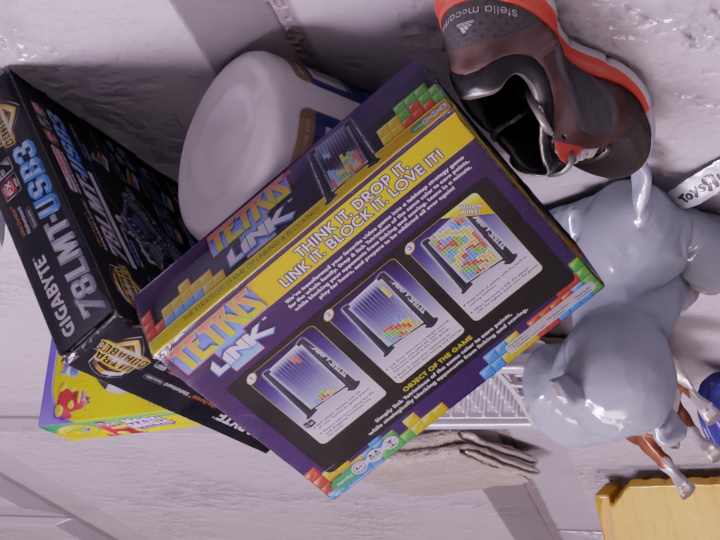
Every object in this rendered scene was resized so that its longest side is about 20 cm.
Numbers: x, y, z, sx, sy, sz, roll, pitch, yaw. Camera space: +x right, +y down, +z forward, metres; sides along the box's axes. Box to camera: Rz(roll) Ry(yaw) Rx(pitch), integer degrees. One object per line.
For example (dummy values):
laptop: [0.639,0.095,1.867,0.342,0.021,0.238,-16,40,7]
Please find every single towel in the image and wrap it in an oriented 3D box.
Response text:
towel: [0.079,0.202,1.652,0.132,0.035,0.199,24,153,-38]

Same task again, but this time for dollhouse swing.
dollhouse swing: [0.386,0.264,1.747,0.197,0.176,0.184,-4,116,23]

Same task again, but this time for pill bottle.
pill bottle: [0.004,-0.043,0.909,0.198,0.112,0.111,18,156,-32]

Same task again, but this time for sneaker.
sneaker: [0.096,-0.079,0.835,0.076,0.083,0.199,-11,153,33]

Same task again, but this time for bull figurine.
bull figurine: [0.238,0.109,1.275,0.065,0.122,0.200,-39,146,-3]

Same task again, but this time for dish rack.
dish rack: [0.083,0.090,1.294,0.197,0.044,0.172,-3,159,17]

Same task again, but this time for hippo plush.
hippo plush: [0.181,0.036,1.009,0.157,0.163,0.200,13,158,-21]

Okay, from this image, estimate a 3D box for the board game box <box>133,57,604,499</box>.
board game box: [0.007,0.011,0.841,0.199,0.057,0.165,-38,128,9]

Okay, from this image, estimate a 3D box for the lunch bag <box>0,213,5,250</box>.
lunch bag: [-0.327,-0.040,1.038,0.159,0.078,0.199,19,155,-37]

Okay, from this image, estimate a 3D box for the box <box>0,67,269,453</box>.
box: [-0.133,-0.002,0.941,0.050,0.201,0.198,-40,146,13]

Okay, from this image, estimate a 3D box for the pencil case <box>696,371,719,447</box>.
pencil case: [0.373,0.109,1.273,0.199,0.088,0.078,-15,-169,44]

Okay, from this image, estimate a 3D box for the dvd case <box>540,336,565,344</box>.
dvd case: [0.096,0.079,1.347,0.197,0.016,0.149,6,160,-4]

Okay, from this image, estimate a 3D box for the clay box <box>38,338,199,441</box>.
clay box: [-0.158,0.064,1.219,0.198,0.116,0.047,-11,154,33]
